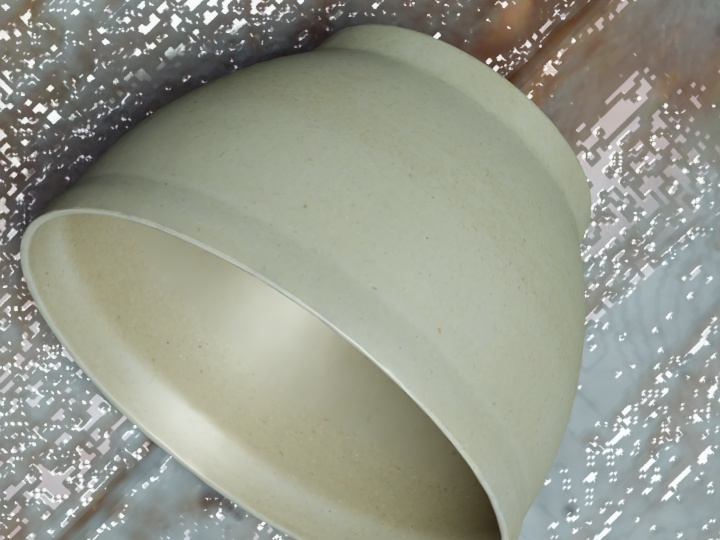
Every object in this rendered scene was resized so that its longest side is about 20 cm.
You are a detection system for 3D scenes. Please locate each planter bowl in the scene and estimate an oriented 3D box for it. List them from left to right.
[{"bbox_3d":[0.000,0.000,0.777,0.200,0.200,0.135,43,65,-13],"label":"planter bowl"}]
